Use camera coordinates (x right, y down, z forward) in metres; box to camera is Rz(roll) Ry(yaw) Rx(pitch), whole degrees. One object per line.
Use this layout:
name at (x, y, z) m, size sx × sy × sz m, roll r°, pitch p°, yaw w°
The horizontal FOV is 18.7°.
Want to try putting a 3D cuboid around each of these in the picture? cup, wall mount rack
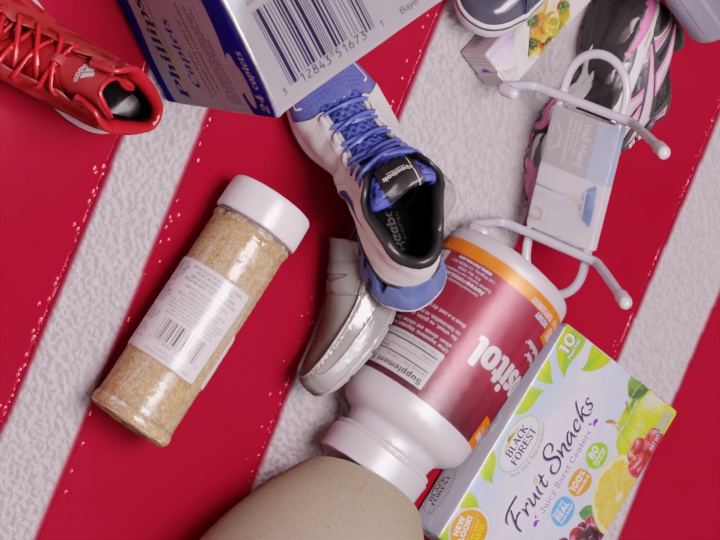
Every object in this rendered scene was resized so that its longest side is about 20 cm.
cup at (-0.029, 0.226, 1.632) m, size 0.200 × 0.199 × 0.144 m, roll 44°, pitch 59°, yaw -26°
wall mount rack at (0.168, -0.061, 1.665) m, size 0.074 × 0.173 × 0.202 m, roll -8°, pitch 115°, yaw -48°

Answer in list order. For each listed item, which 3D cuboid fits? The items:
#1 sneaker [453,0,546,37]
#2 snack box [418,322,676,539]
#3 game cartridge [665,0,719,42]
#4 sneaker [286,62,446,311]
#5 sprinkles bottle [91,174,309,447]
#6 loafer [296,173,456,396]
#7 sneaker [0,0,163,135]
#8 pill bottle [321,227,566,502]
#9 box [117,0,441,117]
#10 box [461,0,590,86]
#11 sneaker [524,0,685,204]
sneaker at (0.139, -0.273, 1.685) m, size 0.078 × 0.080 × 0.201 m, roll 33°, pitch 73°, yaw 10°
snack box at (0.150, 0.160, 1.783) m, size 0.142 × 0.053 × 0.201 m, roll 36°, pitch 80°, yaw -27°
game cartridge at (0.247, -0.285, 1.710) m, size 0.133 × 0.040 × 0.202 m, roll 28°, pitch 53°, yaw -61°
sneaker at (0.016, -0.077, 1.597) m, size 0.080 × 0.115 × 0.201 m, roll -22°, pitch 78°, yaw -14°
sprinkles bottle at (-0.117, 0.029, 1.608) m, size 0.068 × 0.068 × 0.201 m, roll 38°, pitch 80°, yaw -28°
loafer at (0.000, 0.000, 1.671) m, size 0.070 × 0.070 × 0.201 m, roll 34°, pitch 73°, yaw -23°
sneaker at (-0.217, -0.153, 1.498) m, size 0.199 × 0.115 × 0.079 m, roll 23°, pitch 87°, yaw -29°
pill bottle at (0.061, 0.077, 1.687) m, size 0.113 × 0.113 × 0.201 m, roll 41°, pitch 78°, yaw -27°
box at (-0.052, -0.204, 1.531) m, size 0.183 × 0.200 × 0.105 m, roll -36°, pitch 112°, yaw -19°
box at (0.161, -0.227, 1.737) m, size 0.200 × 0.041 × 0.039 m, roll -49°, pitch 117°, yaw -15°
sneaker at (0.209, -0.127, 1.760) m, size 0.086 × 0.080 × 0.201 m, roll 26°, pitch 91°, yaw -40°
